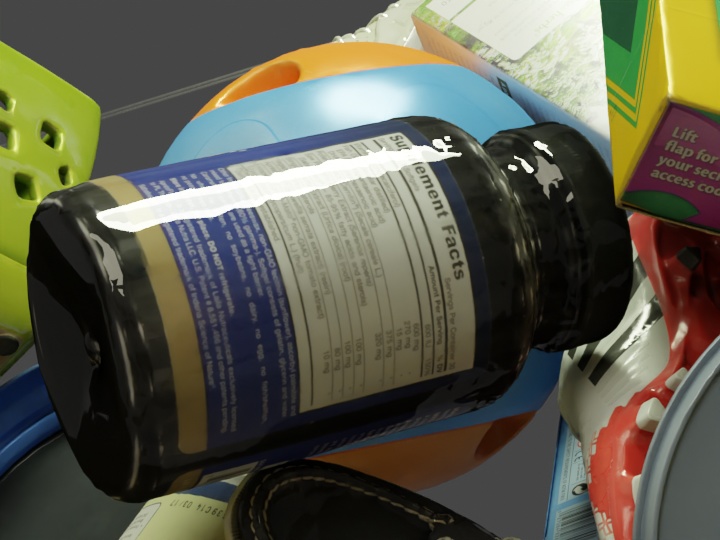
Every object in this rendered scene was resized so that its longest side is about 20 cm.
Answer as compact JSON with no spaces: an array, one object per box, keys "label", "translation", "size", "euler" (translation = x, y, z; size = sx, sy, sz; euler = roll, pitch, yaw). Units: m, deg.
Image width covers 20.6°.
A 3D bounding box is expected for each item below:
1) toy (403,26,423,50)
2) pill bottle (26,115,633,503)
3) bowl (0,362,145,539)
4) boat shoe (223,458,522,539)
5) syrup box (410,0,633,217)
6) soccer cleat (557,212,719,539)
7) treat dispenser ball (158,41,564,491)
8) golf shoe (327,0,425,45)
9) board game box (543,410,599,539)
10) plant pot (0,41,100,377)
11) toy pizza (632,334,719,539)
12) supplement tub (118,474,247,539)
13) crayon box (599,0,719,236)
[{"label":"toy","translation":[0.087,-0.117,1.031],"size":[0.115,0.047,0.200],"euler":[29,50,-1]},{"label":"pill bottle","translation":[-0.008,0.007,0.707],"size":[0.200,0.112,0.112],"euler":[-13,31,-24]},{"label":"bowl","translation":[-0.134,0.116,0.958],"size":[0.200,0.039,0.201],"euler":[-18,38,15]},{"label":"boat shoe","translation":[0.043,0.127,0.692],"size":[0.074,0.200,0.060],"euler":[-52,-1,-24]},{"label":"syrup box","translation":[0.120,-0.075,0.894],"size":[0.079,0.082,0.200],"euler":[-41,48,-12]},{"label":"soccer cleat","translation":[0.109,0.055,0.751],"size":[0.085,0.069,0.200],"euler":[-51,20,39]},{"label":"treat dispenser ball","translation":[0.000,0.000,0.876],"size":[0.200,0.201,0.201],"euler":[-17,39,14]},{"label":"golf shoe","translation":[0.018,-0.115,1.078],"size":[0.091,0.075,0.200],"euler":[18,45,-4]},{"label":"board game box","translation":[0.173,0.056,0.791],"size":[0.200,0.037,0.151],"euler":[-23,23,22]},{"label":"plant pot","translation":[-0.267,-0.016,1.032],"size":[0.199,0.200,0.182],"euler":[-41,38,29]},{"label":"toy pizza","translation":[0.188,0.094,0.667],"size":[0.200,0.200,0.032],"euler":[-33,-1,-6]},{"label":"supplement tub","translation":[-0.063,0.184,0.749],"size":[0.145,0.145,0.200],"euler":[10,51,39]},{"label":"crayon box","translation":[0.194,-0.072,0.760],"size":[0.200,0.058,0.173],"euler":[15,42,-9]}]
